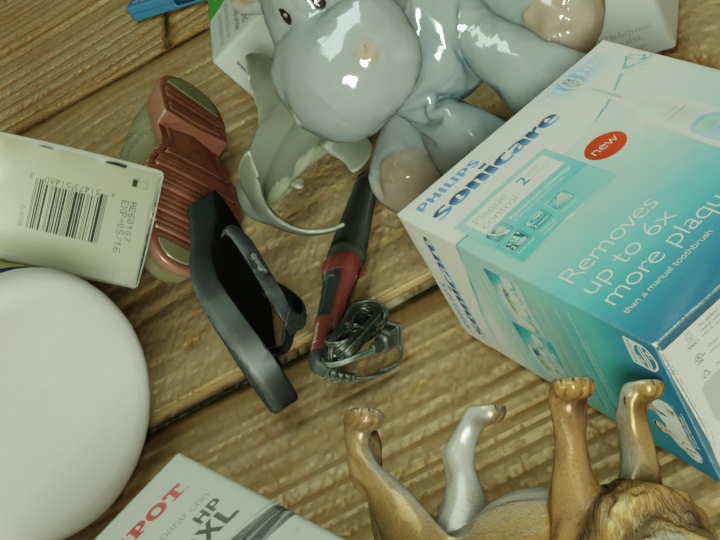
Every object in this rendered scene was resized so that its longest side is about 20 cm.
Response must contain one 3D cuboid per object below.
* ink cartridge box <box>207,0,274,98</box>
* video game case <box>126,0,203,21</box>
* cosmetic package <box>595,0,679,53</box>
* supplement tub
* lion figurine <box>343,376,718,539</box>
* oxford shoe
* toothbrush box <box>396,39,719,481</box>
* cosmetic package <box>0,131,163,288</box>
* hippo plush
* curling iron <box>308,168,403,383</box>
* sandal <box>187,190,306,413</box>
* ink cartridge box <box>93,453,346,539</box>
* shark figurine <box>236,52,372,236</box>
[{"bbox_3d":[-0.009,-0.213,1.048,0.200,0.083,0.147,-43,27,17],"label":"ink cartridge box"},{"bbox_3d":[-0.098,-0.285,1.344,0.199,0.018,0.144,-9,39,33],"label":"video game case"},{"bbox_3d":[0.145,-0.205,0.966,0.101,0.074,0.201,-15,37,27],"label":"cosmetic package"},{"bbox_3d":[-0.224,0.064,0.844,0.199,0.145,0.145,7,48,46],"label":"supplement tub"},{"bbox_3d":[0.064,0.109,0.601,0.199,0.072,0.124,-16,73,51],"label":"lion figurine"},{"bbox_3d":[-0.126,-0.046,1.007,0.074,0.071,0.201,-47,25,26],"label":"oxford shoe"},{"bbox_3d":[0.134,-0.015,0.696,0.146,0.086,0.200,-39,31,-12],"label":"toothbrush box"},{"bbox_3d":[-0.197,-0.044,0.952,0.200,0.103,0.074,-165,88,-70],"label":"cosmetic package"},{"bbox_3d":[0.031,-0.134,0.818,0.158,0.160,0.202,-20,65,31],"label":"hippo plush"},{"bbox_3d":[0.000,0.000,0.854,0.049,0.026,0.201,-4,31,4],"label":"curling iron"},{"bbox_3d":[-0.062,0.004,0.850,0.043,0.076,0.201,-29,31,4],"label":"sandal"},{"bbox_3d":[-0.049,0.172,0.596,0.145,0.084,0.199,-46,34,-21],"label":"ink cartridge box"},{"bbox_3d":[-0.049,-0.087,0.935,0.127,0.090,0.215,-14,24,33],"label":"shark figurine"}]
